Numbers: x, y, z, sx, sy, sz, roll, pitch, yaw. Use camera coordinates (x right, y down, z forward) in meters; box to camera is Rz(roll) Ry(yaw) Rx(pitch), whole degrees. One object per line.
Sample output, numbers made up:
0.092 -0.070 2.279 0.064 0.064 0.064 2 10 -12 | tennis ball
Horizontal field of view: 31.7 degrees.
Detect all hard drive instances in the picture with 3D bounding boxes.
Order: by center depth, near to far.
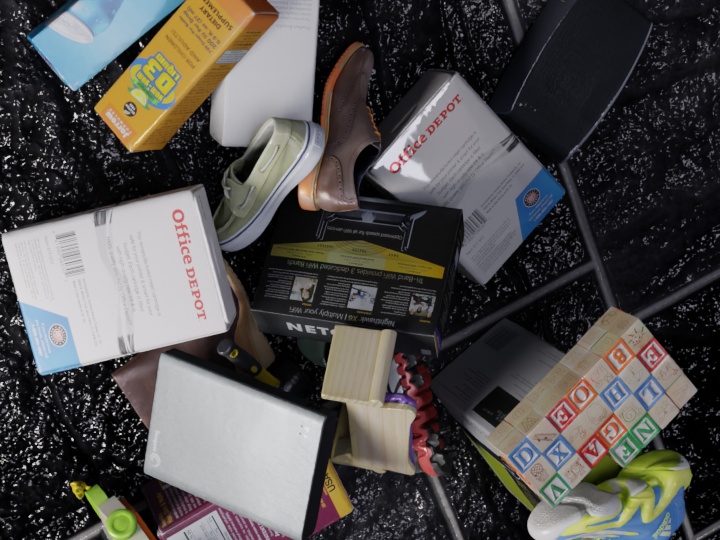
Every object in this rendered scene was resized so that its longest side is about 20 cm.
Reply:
-0.127 0.176 1.301 0.033 0.199 0.140 -21 126 -60 | hard drive
0.249 -0.236 1.473 0.135 0.042 0.201 32 91 -23 | hard drive

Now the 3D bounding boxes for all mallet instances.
-0.103 0.102 1.363 0.066 0.041 0.200 -46 155 -12 | mallet

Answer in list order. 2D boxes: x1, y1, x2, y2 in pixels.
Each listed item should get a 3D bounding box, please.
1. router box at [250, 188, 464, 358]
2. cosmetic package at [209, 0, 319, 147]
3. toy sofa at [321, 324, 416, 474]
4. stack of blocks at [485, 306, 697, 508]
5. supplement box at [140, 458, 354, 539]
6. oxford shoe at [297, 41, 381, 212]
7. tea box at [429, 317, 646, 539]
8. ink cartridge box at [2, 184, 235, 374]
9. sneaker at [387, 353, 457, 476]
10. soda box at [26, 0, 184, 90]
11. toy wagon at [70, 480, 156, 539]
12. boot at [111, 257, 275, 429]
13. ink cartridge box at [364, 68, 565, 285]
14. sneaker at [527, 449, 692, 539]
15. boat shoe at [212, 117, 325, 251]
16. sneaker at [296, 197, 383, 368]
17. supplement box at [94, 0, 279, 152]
0.000 0.000 1.347 0.199 0.052 0.158 8 61 13 | router box
-0.101 -0.233 1.337 0.101 0.074 0.201 1 105 -19 | cosmetic package
0.017 0.140 1.334 0.097 0.200 0.083 8 62 7 | toy sofa
0.244 0.152 1.341 0.200 0.059 0.115 -45 111 -6 | stack of blocks
-0.128 0.255 1.414 0.199 0.131 0.104 -29 112 -10 | supplement box
-0.007 -0.151 1.359 0.072 0.071 0.201 9 72 15 | oxford shoe
0.213 0.190 1.480 0.133 0.200 0.197 -39 113 -7 | tea box
-0.242 0.007 1.291 0.199 0.086 0.147 -13 98 2 | ink cartridge box
0.041 0.145 1.474 0.097 0.071 0.202 -15 88 25 | sneaker
-0.238 -0.272 1.283 0.200 0.064 0.068 -41 112 -6 | soda box
-0.245 0.301 1.375 0.039 0.155 0.200 -33 72 -20 | toy wagon
-0.197 0.071 1.375 0.166 0.072 0.201 -32 115 -13 | boot
0.109 -0.107 1.433 0.200 0.086 0.147 44 86 -22 | ink cartridge box
0.278 0.275 1.375 0.199 0.076 0.106 -19 110 -15 | sneaker
-0.112 -0.095 1.328 0.062 0.072 0.200 19 134 -28 | boat shoe
0.002 0.021 1.409 0.073 0.118 0.201 22 94 -21 | sneaker
-0.175 -0.208 1.273 0.067 0.069 0.200 47 113 5 | supplement box
